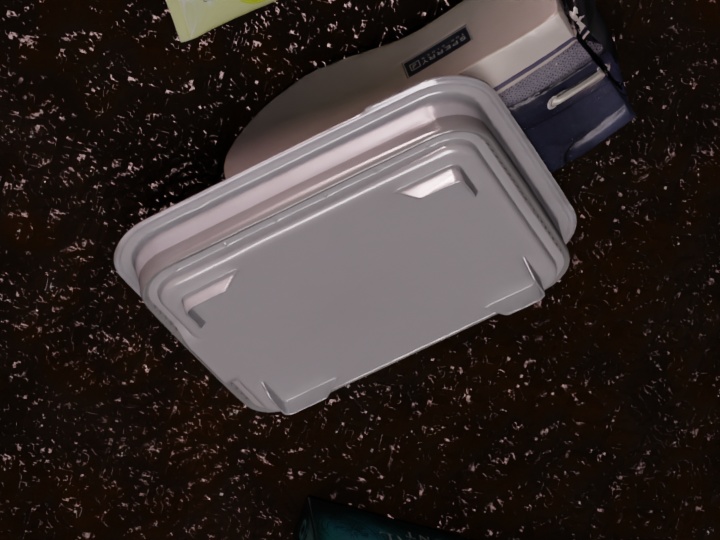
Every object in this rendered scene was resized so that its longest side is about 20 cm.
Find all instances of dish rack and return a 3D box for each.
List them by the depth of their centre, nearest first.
[{"bbox_3d":[0.000,0.000,1.167,0.200,0.044,0.172,-25,145,11],"label":"dish rack"}]

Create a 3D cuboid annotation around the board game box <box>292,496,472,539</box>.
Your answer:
[{"bbox_3d":[0.068,0.183,1.253,0.200,0.135,0.028,15,110,-14],"label":"board game box"}]

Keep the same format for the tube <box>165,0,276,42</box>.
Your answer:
[{"bbox_3d":[-0.003,-0.170,1.140,0.200,0.052,0.058,-17,74,5],"label":"tube"}]

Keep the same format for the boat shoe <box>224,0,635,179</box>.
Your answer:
[{"bbox_3d":[0.039,-0.066,1.179,0.200,0.075,0.093,-27,131,16],"label":"boat shoe"}]
